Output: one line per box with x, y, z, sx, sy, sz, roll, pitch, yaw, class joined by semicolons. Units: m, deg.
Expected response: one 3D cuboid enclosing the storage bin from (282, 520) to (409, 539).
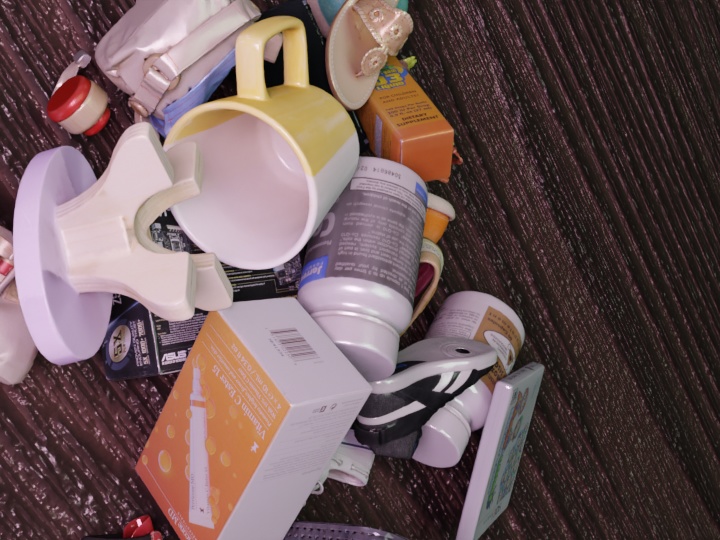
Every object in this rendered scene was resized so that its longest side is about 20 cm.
-0.021;0.303;0.915;0.135;0.200;0.094;35;58;-37;storage bin

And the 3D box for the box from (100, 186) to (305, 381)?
-0.150;0.007;0.919;0.200;0.086;0.164;-8;88;-48;box

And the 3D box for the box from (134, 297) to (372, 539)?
-0.099;0.140;0.844;0.097;0.200;0.124;-4;41;-47;box

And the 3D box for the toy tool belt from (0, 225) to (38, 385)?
-0.306;-0.009;0.717;0.200;0.125;0.123;44;66;-43;toy tool belt

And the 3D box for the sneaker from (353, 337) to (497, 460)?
0.066;0.143;1.051;0.200;0.073;0.112;-9;112;-40;sneaker

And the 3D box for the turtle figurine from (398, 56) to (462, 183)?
0.071;-0.183;1.216;0.200;0.064;0.162;-26;99;-69;turtle figurine

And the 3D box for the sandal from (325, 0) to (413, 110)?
0.025;-0.273;1.025;0.078;0.070;0.212;36;59;-36;sandal

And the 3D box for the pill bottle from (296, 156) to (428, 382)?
0.000;0.000;0.939;0.114;0.114;0.200;34;53;-38;pill bottle

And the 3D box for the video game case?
0.174;0.219;1.181;0.182;0.024;0.200;-5;110;-67;video game case

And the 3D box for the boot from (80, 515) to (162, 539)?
-0.166;0.299;0.858;0.200;0.072;0.145;25;63;-38;boot

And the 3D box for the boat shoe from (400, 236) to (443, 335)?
0.013;0.049;1.025;0.074;0.200;0.066;35;12;-10;boat shoe

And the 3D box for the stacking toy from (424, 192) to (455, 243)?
0.018;0.001;1.093;0.146;0.146;0.200;16;85;-44;stacking toy

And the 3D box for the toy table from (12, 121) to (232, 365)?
-0.181;-0.027;0.737;0.184;0.117;0.200;68;10;-56;toy table

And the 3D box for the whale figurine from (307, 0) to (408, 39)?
0.009;-0.361;1.150;0.159;0.104;0.200;31;63;-39;whale figurine

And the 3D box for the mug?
-0.066;-0.111;0.855;0.149;0.187;0.153;40;35;3;mug

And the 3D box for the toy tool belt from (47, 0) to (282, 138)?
-0.168;-0.174;0.864;0.200;0.125;0.123;-47;128;-1;toy tool belt

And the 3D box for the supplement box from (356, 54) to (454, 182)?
0.034;-0.178;1.078;0.066;0.200;0.069;-15;132;-16;supplement box

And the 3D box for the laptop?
-0.072;-0.194;1.039;0.103;0.200;0.178;-25;105;-5;laptop

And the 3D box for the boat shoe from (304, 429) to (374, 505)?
-0.057;0.202;1.000;0.202;0.074;0.086;24;67;-53;boat shoe

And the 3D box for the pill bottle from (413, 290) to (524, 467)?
0.115;0.131;1.161;0.114;0.114;0.200;53;49;-26;pill bottle
